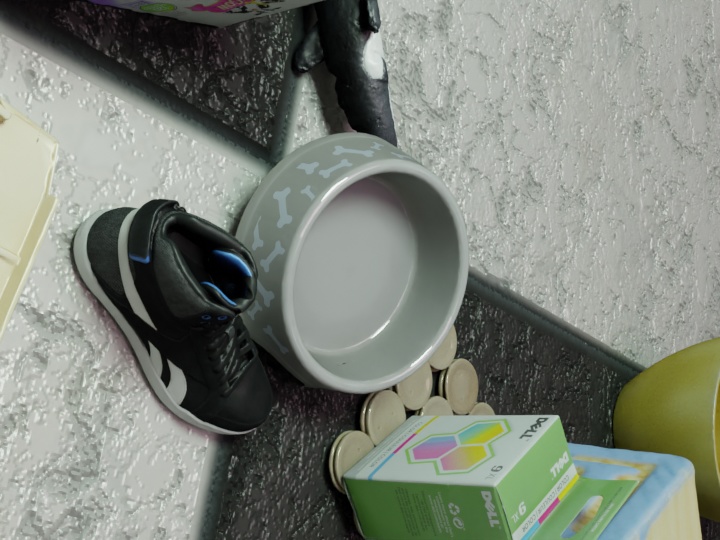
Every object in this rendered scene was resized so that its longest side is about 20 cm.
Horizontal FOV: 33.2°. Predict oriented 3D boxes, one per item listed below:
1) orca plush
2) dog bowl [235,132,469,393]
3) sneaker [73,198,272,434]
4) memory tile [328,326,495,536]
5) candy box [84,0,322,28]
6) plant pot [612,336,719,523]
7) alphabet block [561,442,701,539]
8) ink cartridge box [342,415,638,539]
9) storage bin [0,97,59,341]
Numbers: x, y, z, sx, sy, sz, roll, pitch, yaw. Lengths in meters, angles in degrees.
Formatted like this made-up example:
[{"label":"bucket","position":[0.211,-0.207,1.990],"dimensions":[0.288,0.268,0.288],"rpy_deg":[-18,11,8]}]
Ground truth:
[{"label":"orca plush","position":[-0.018,-0.165,0.964],"dimensions":[0.105,0.070,0.203],"rpy_deg":[-111,-169,-69]},{"label":"dog bowl","position":[0.000,0.000,0.909],"dimensions":[0.198,0.058,0.203],"rpy_deg":[-12,109,-35]},{"label":"sneaker","position":[-0.097,0.041,0.796],"dimensions":[0.201,0.111,0.073],"rpy_deg":[54,51,-31]},{"label":"memory tile","position":[0.049,0.150,1.028],"dimensions":[0.200,0.017,0.154],"rpy_deg":[-51,123,-39]},{"label":"candy box","position":[-0.108,-0.216,0.763],"dimensions":[0.199,0.166,0.073],"rpy_deg":[0,87,-48]},{"label":"plant pot","position":[0.354,0.167,1.283],"dimensions":[0.199,0.141,0.203],"rpy_deg":[5,84,-48]},{"label":"alphabet block","position":[0.166,0.276,1.002],"dimensions":[0.194,0.194,0.203],"rpy_deg":[-27,112,-47]},{"label":"ink cartridge box","position":[0.096,0.159,0.916],"dimensions":[0.104,0.198,0.060],"rpy_deg":[-34,111,-46]},{"label":"storage bin","position":[-0.254,0.014,0.550],"dimensions":[0.094,0.198,0.201],"rpy_deg":[38,59,-41]}]
